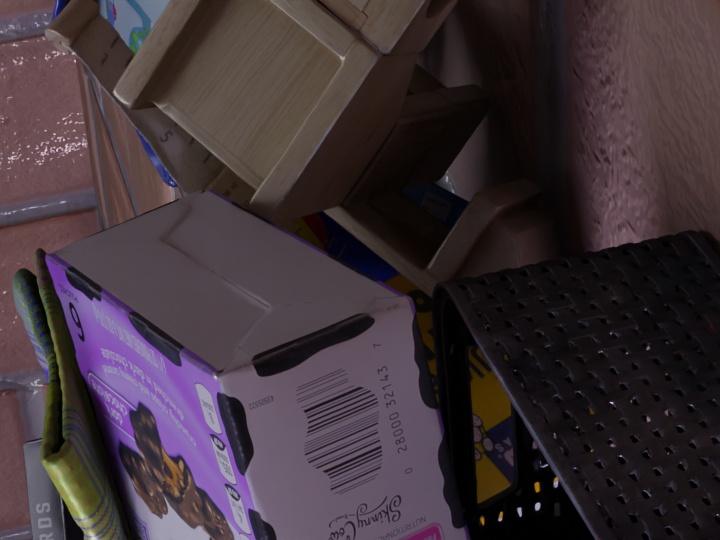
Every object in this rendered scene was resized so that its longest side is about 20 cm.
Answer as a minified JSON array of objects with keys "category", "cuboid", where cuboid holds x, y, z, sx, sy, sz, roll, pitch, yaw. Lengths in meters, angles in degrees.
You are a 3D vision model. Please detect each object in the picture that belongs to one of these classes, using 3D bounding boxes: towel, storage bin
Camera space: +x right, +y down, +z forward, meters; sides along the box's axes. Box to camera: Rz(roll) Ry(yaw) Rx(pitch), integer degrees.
[{"category":"towel","cuboid":[-0.100,0.108,0.902,0.144,0.023,0.201,-112,8,-54]},{"category":"storage bin","cuboid":[0.095,0.091,0.707,0.200,0.093,0.136,-120,22,-58]}]

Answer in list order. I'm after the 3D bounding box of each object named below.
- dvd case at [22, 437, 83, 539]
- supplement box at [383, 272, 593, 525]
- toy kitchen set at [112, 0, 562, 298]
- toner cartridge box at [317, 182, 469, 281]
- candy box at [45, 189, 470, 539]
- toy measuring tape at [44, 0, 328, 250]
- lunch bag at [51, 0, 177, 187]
[{"category":"dvd case","cuboid":[-0.091,0.154,1.128,0.200,0.025,0.152,4,-103,-62]},{"category":"supplement box","cuboid":[0.004,0.111,0.956,0.110,0.109,0.201,45,139,20]},{"category":"toy kitchen set","cuboid":[0.048,-0.090,0.883,0.163,0.181,0.200,39,-162,11]},{"category":"toner cartridge box","cuboid":[-0.019,0.033,1.058,0.200,0.094,0.043,-59,7,43]},{"category":"candy box","cuboid":[-0.026,0.091,0.789,0.168,0.071,0.201,27,135,61]},{"category":"toy measuring tape","cuboid":[-0.071,-0.028,0.948,0.200,0.073,0.074,50,180,-21]},{"category":"lunch bag","cuboid":[-0.076,-0.170,1.062,0.201,0.127,0.171,60,149,36]}]
